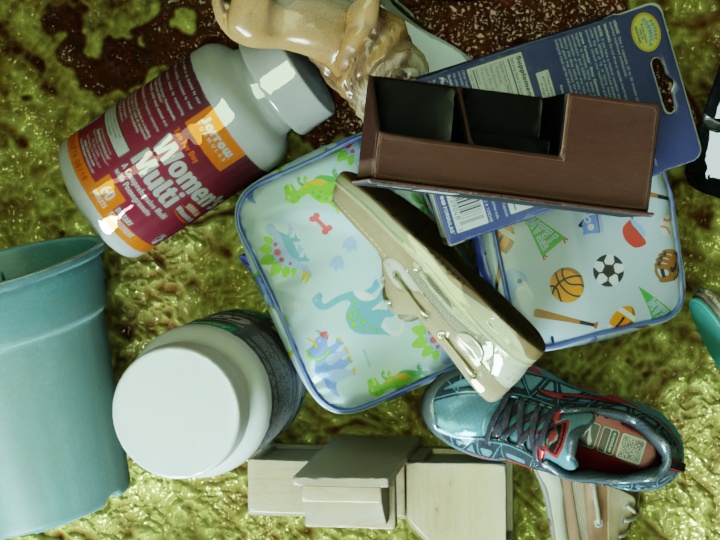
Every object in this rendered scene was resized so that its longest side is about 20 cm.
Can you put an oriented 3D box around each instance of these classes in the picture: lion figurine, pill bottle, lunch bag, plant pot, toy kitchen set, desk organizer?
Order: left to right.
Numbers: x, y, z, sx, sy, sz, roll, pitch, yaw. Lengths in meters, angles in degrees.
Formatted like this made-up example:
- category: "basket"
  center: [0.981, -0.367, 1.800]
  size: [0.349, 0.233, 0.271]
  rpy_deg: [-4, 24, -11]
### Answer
- category: "plant pot"
  center: [-0.273, 0.093, 1.399]
  size: [0.199, 0.200, 0.198]
  rpy_deg: [-10, 100, 10]
- category: "pill bottle"
  center: [-0.126, -0.105, 1.390]
  size: [0.199, 0.110, 0.110]
  rpy_deg: [-32, 88, 11]
- category: "pill bottle"
  center: [-0.112, 0.093, 1.356]
  size: [0.112, 0.200, 0.114]
  rpy_deg: [1, 94, 9]
- category: "lion figurine"
  center: [-0.038, -0.182, 1.305]
  size: [0.199, 0.073, 0.123]
  rpy_deg: [17, 102, -6]
- category: "lunch bag"
  center: [0.000, 0.000, 1.389]
  size: [0.160, 0.082, 0.201]
  rpy_deg: [-25, 90, 8]
- category: "toy kitchen set"
  center: [0.011, 0.229, 1.363]
  size: [0.198, 0.163, 0.182]
  rpy_deg: [1, 94, 10]
- category: "desk organizer"
  center: [0.100, -0.086, 1.233]
  size: [0.198, 0.072, 0.078]
  rpy_deg: [6, 91, -9]
- category: "lunch bag"
  center: [0.152, -0.043, 1.346]
  size: [0.159, 0.076, 0.202]
  rpy_deg: [-12, 90, -8]

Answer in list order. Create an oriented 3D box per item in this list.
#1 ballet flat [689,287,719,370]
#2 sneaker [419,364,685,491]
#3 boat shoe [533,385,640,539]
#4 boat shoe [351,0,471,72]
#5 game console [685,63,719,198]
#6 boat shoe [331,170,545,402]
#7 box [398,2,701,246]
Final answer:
- category: "ballet flat"
  center: [0.315, 0.094, 1.357]
  size: [0.075, 0.068, 0.201]
  rpy_deg: [-24, 95, -11]
- category: "sneaker"
  center: [0.141, 0.110, 1.304]
  size: [0.198, 0.096, 0.080]
  rpy_deg: [11, 90, 5]
- category: "boat shoe"
  center: [0.179, 0.183, 1.377]
  size: [0.071, 0.076, 0.201]
  rpy_deg: [-16, 93, 9]
- category: "boat shoe"
  center: [0.008, -0.187, 1.382]
  size: [0.198, 0.068, 0.074]
  rpy_deg: [30, 95, 0]
- category: "game console"
  center: [0.366, -0.130, 1.348]
  size: [0.199, 0.117, 0.177]
  rpy_deg: [19, 127, 9]
- category: "boat shoe"
  center: [0.044, 0.010, 1.301]
  size: [0.200, 0.072, 0.065]
  rpy_deg: [45, 107, 12]
- category: "box"
  center: [0.136, -0.106, 1.288]
  size: [0.199, 0.032, 0.122]
  rpy_deg: [-18, 96, -6]
